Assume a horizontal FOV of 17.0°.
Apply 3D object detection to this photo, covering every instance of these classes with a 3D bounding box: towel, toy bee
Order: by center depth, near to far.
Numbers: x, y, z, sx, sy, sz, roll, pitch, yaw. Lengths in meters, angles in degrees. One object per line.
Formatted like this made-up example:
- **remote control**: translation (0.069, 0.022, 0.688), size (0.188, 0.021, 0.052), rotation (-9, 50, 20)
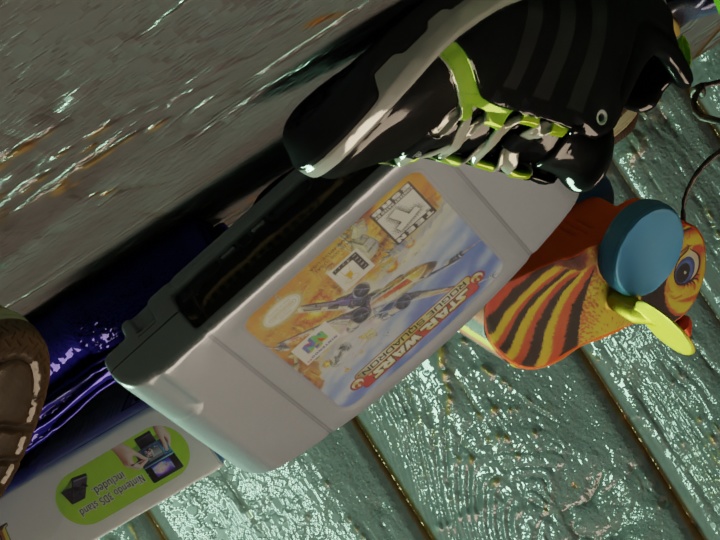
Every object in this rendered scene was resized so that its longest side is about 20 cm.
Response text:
- **towel**: translation (-0.133, 0.048, 1.063), size (0.200, 0.050, 0.148), rotation (-33, 177, 2)
- **toy bee**: translation (0.132, 0.003, 1.173), size (0.199, 0.109, 0.131), rotation (-19, -144, -8)

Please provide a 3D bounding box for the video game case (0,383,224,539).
- **video game case**: translation (-0.142, 0.086, 1.160), size (0.181, 0.046, 0.200), rotation (-30, -167, 10)

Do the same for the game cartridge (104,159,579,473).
- **game cartridge**: translation (0.000, 0.000, 1.008), size (0.200, 0.042, 0.133), rotation (-42, 143, 4)

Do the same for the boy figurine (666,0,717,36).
- **boy figurine**: translation (0.129, -0.110, 1.179), size (0.200, 0.065, 0.124), rotation (-35, -179, 1)

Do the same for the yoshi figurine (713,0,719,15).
- **yoshi figurine**: translation (0.152, -0.114, 0.830), size (0.112, 0.112, 0.200), rotation (-26, 176, 10)

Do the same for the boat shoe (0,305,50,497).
- **boat shoe**: translation (-0.184, 0.080, 0.823), size (0.200, 0.076, 0.072), rotation (-52, 145, 12)

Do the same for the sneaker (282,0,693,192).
- **sneaker**: translation (0.059, -0.064, 0.848), size (0.200, 0.083, 0.072), rotation (-31, 177, -43)

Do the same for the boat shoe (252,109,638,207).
- **boat shoe**: translation (0.039, -0.037, 1.099), size (0.202, 0.075, 0.075), rotation (-24, 141, -19)
